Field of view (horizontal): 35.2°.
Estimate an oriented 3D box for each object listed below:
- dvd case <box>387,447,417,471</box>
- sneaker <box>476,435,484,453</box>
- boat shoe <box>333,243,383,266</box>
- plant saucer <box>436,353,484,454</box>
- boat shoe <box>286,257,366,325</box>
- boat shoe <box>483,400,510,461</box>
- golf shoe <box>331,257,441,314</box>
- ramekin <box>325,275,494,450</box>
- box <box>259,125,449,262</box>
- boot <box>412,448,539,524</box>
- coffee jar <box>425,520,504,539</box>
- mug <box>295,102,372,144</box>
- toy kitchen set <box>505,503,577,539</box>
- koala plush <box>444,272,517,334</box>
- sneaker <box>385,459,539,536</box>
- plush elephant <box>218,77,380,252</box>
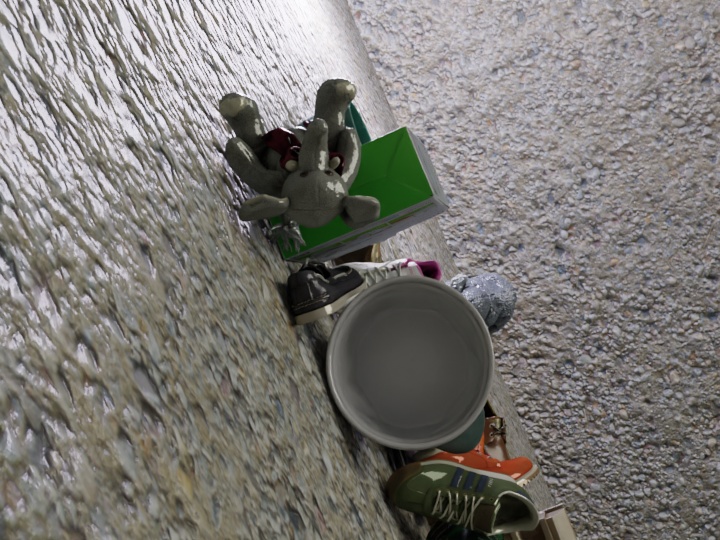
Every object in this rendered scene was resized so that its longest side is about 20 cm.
[{"bbox_3d":[0.056,0.228,1.599,0.200,0.016,0.150,43,28,-71],"label":"dvd case"},{"bbox_3d":[0.153,0.319,1.649,0.077,0.073,0.202,35,53,-34],"label":"sneaker"},{"bbox_3d":[0.000,0.000,1.653,0.065,0.070,0.202,65,19,-44],"label":"boat shoe"},{"bbox_3d":[0.079,0.157,1.482,0.200,0.038,0.203,34,-43,39],"label":"plant saucer"},{"bbox_3d":[-0.043,0.011,1.358,0.200,0.072,0.063,-45,114,-74],"label":"boat shoe"},{"bbox_3d":[0.186,0.246,1.723,0.072,0.068,0.201,7,44,-52],"label":"boat shoe"},{"bbox_3d":[0.028,0.012,1.521,0.199,0.091,0.076,-5,70,-47],"label":"golf shoe"},{"bbox_3d":[0.060,0.114,1.358,0.105,0.198,0.202,66,3,-80],"label":"ramekin"},{"bbox_3d":[-0.001,-0.086,1.420,0.176,0.198,0.098,4,64,-78],"label":"box"},{"bbox_3d":[0.162,0.274,1.579,0.198,0.075,0.108,-9,69,-35],"label":"boot"},{"bbox_3d":[0.132,0.381,1.413,0.085,0.104,0.200,42,14,-10],"label":"coffee jar"},{"bbox_3d":[-0.036,-0.153,1.633,0.185,0.113,0.154,-65,132,-78],"label":"mug"},{"bbox_3d":[0.266,0.464,1.807,0.180,0.162,0.202,-17,84,-80],"label":"toy kitchen set"},{"bbox_3d":[0.273,0.082,2.748,0.200,0.182,0.179,6,62,-66],"label":"koala plush"},{"bbox_3d":[0.136,0.286,1.404,0.090,0.198,0.068,37,-67,60],"label":"sneaker"},{"bbox_3d":[-0.061,-0.110,1.248,0.155,0.163,0.203,-157,-115,-68],"label":"plush elephant"}]
